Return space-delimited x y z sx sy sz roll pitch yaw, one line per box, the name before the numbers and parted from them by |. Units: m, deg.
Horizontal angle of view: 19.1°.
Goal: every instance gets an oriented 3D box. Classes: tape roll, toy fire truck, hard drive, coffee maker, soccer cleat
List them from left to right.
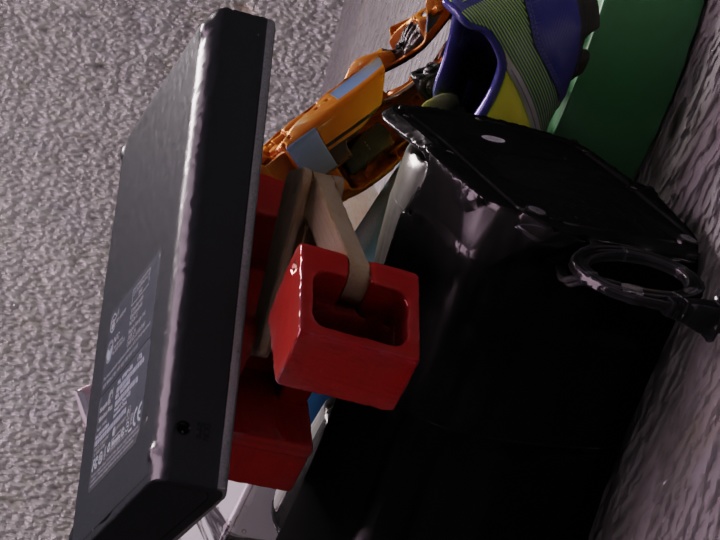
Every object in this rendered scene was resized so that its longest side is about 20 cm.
hard drive | -0.078 0.011 0.879 0.140 0.033 0.202 135 143 -60
toy fire truck | -0.031 0.009 0.871 0.201 0.048 0.142 -98 27 -50
coffee maker | 0.046 0.057 0.869 0.192 0.134 0.202 -93 20 -71
soccer cleat | 0.052 -0.052 0.978 0.065 0.083 0.201 46 142 37
tape roll | 0.123 -0.128 1.066 0.200 0.048 0.202 -163 90 -84

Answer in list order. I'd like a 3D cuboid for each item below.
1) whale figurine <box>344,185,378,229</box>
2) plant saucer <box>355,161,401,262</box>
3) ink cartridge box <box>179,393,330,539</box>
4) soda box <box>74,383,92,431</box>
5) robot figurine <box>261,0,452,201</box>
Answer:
whale figurine | -0.034 0.029 1.346 0.159 0.103 0.202 -57 -39 -67
plant saucer | 0.000 0.000 1.151 0.201 0.027 0.200 -57 0 0
ink cartridge box | -0.020 0.109 1.039 0.084 0.144 0.201 44 113 48
soda box | -0.081 0.102 1.159 0.200 0.069 0.064 47 -157 -68
robot figurine | 0.007 -0.078 1.054 0.200 0.058 0.145 -38 5 -18
